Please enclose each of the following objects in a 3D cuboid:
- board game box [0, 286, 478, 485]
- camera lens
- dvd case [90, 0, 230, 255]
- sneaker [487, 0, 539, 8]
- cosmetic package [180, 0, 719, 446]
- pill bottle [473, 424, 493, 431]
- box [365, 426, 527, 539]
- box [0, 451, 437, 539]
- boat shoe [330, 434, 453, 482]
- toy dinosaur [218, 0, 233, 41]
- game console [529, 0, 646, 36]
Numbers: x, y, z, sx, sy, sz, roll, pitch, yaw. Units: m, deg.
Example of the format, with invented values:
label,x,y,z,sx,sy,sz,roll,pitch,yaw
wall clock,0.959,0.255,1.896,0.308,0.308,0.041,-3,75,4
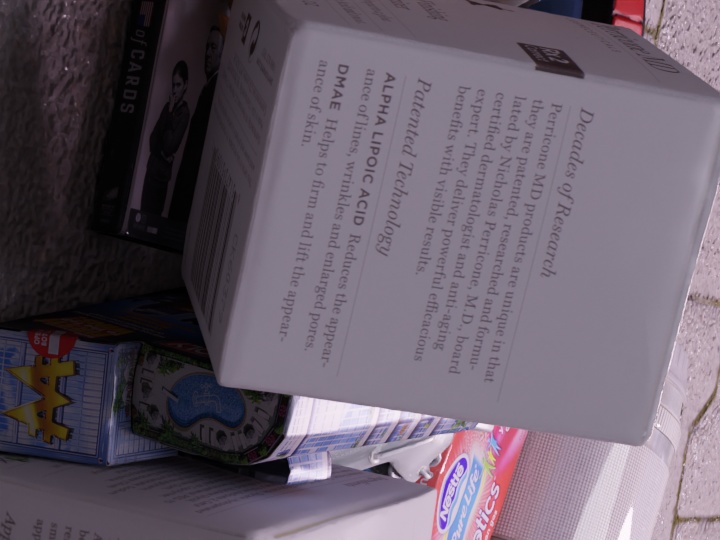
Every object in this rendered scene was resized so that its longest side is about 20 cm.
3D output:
label,x,y,z,sx,sy,sz,roll,pitch,yaw
board game box,-0.075,0.058,1.213,0.200,0.200,0.062,-5,105,-48
camera lens,0.110,0.128,1.598,0.160,0.160,0.200,48,56,-58
dvd case,-0.073,-0.107,1.302,0.150,0.025,0.200,17,83,-64
sneaker,0.087,-0.222,1.385,0.088,0.076,0.200,56,25,-21
cosmetic package,0.036,-0.034,1.156,0.165,0.200,0.165,-122,-138,-70
pill bottle,0.040,-0.021,1.322,0.113,0.113,0.200,19,78,-63
box,0.016,0.132,1.479,0.095,0.102,0.200,53,53,-54
box,-0.086,0.191,1.211,0.200,0.171,0.199,-6,105,-63
boat shoe,0.010,0.083,1.399,0.201,0.070,0.072,-13,105,-22
toy dinosaur,-0.054,-0.160,1.258,0.106,0.060,0.200,29,59,-73
game console,0.120,-0.171,1.512,0.200,0.031,0.177,145,-49,-66
